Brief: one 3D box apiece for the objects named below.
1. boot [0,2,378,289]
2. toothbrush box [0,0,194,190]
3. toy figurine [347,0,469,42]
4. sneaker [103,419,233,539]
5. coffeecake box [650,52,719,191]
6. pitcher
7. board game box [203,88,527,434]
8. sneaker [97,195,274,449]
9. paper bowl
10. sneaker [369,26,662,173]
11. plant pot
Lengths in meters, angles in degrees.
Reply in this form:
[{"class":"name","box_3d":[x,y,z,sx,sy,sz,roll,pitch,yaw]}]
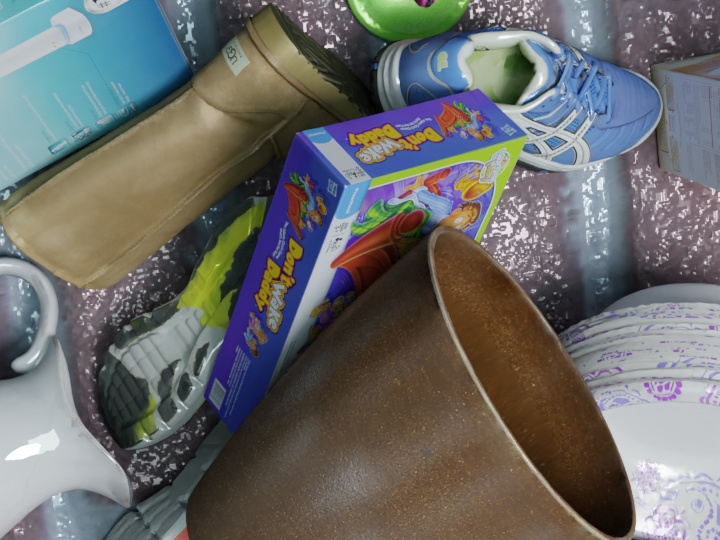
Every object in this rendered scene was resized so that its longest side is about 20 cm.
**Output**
[{"class":"boot","box_3d":[-0.086,-0.055,0.937,0.200,0.066,0.175,-36,137,14]},{"class":"toothbrush box","box_3d":[-0.207,-0.117,0.855,0.200,0.146,0.085,-30,69,-3]},{"class":"toy figurine","box_3d":[0.030,-0.217,0.865,0.150,0.184,0.200,-15,104,-7]},{"class":"sneaker","box_3d":[-0.097,0.173,0.981,0.200,0.077,0.082,-45,113,3]},{"class":"coffeecake box","box_3d":[0.280,-0.092,0.925,0.153,0.200,0.073,-10,103,-8]},{"class":"pitcher","box_3d":[-0.255,0.095,0.924,0.200,0.121,0.172,-20,76,-9]},{"class":"board game box","box_3d":[0.000,0.000,0.880,0.134,0.045,0.200,-18,144,-38]},{"class":"sneaker","box_3d":[-0.079,0.041,0.948,0.200,0.075,0.085,-45,148,24]},{"class":"paper bowl","box_3d":[0.206,0.084,0.968,0.200,0.201,0.105,20,56,-13]},{"class":"sneaker","box_3d":[0.107,-0.102,0.936,0.200,0.077,0.076,1,84,-31]},{"class":"plant pot","box_3d":[0.012,0.108,0.837,0.200,0.187,0.187,-34,106,18]}]
